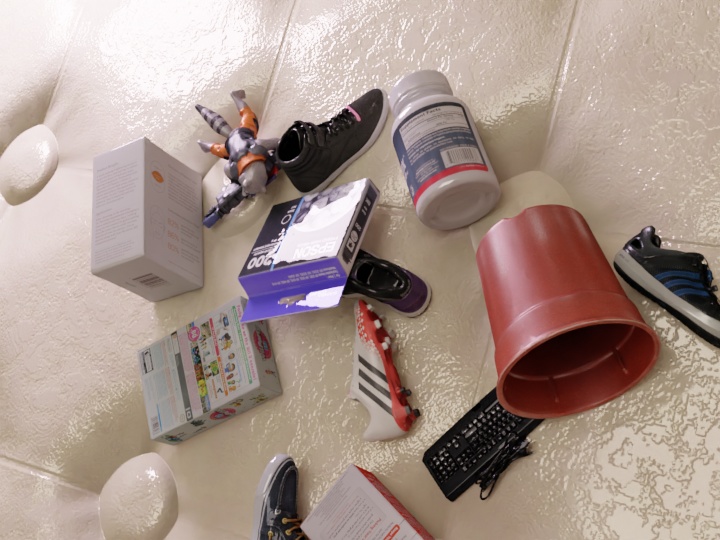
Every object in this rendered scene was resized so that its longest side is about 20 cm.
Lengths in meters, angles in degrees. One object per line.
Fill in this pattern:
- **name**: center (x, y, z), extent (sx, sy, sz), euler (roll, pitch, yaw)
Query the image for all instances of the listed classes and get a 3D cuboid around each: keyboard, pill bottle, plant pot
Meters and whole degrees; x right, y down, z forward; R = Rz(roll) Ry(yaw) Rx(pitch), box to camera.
- **keyboard**: center (0.167, 0.205, 1.407), extent (0.200, 0.040, 0.104), euler (-45, 55, 9)
- **pill bottle**: center (0.108, -0.170, 1.537), extent (0.119, 0.119, 0.202), euler (-27, 59, 18)
- **plant pot**: center (0.234, 0.041, 1.351), extent (0.199, 0.201, 0.197), euler (-28, 51, 18)

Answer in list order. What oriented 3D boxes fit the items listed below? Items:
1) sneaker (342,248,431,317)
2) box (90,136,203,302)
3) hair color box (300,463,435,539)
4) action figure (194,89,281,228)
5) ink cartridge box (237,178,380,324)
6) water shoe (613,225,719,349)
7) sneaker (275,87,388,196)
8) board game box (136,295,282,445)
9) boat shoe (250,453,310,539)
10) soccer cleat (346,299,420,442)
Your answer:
- **sneaker**: center (0.000, 0.000, 1.553), extent (0.198, 0.087, 0.077), euler (15, 79, 33)
- **box**: center (-0.329, -0.076, 1.735), extent (0.105, 0.152, 0.203), euler (-16, 63, 24)
- **hair color box**: center (0.028, 0.355, 1.416), extent (0.111, 0.064, 0.200), euler (-50, 54, 3)
- **action figure**: center (-0.203, -0.170, 1.732), extent (0.200, 0.104, 0.194), euler (-45, 46, 5)
- **ink cartridge box**: center (-0.081, -0.027, 1.577), extent (0.196, 0.043, 0.202), euler (-12, 45, 39)
- **water shoe**: center (0.391, 0.017, 1.329), extent (0.079, 0.071, 0.200), euler (-50, 56, 2)
- **sneaker**: center (-0.044, -0.204, 1.651), extent (0.200, 0.099, 0.071), euler (-47, 54, 5)
- **board game box**: center (-0.225, 0.149, 1.642), extent (0.198, 0.064, 0.149), euler (-27, 61, 20)
- **boat shoe**: center (-0.095, 0.352, 1.489), extent (0.090, 0.071, 0.203), euler (8, 82, 31)
- **soccer cleat**: center (0.013, 0.134, 1.508), extent (0.084, 0.069, 0.202), euler (-26, 65, 14)
